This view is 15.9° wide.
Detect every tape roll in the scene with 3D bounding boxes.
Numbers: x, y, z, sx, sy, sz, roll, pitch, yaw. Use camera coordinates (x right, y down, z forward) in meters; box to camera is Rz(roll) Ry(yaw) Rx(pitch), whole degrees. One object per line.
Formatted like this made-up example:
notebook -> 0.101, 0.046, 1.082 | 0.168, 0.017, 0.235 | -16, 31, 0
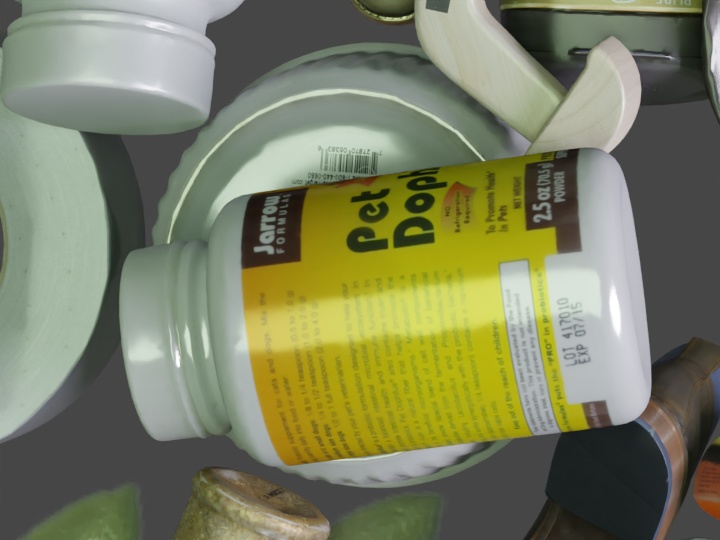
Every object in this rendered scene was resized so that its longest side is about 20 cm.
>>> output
tape roll -> -0.202, -0.014, 1.176 | 0.199, 0.066, 0.202 | 0, 92, 9

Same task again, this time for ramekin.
ramekin -> 0.000, 0.000, 1.123 | 0.198, 0.105, 0.202 | 1, 93, 10

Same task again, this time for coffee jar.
coffee jar -> 0.112, -0.172, 1.105 | 0.103, 0.085, 0.202 | 3, 93, 3

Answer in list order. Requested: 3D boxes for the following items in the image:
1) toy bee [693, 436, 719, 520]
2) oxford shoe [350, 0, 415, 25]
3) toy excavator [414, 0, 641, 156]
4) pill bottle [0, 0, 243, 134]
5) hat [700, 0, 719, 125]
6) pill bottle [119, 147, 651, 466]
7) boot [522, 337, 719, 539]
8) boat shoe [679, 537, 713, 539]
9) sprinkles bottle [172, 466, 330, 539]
toy bee -> 0.230, 0.109, 1.102 | 0.130, 0.200, 0.109 | 15, 64, 41
oxford shoe -> 0.016, -0.209, 1.125 | 0.070, 0.074, 0.202 | 3, 94, 9
toy excavator -> 0.030, -0.153, 1.046 | 0.193, 0.100, 0.202 | 13, 107, 14
pill bottle -> -0.100, -0.166, 1.104 | 0.119, 0.120, 0.202 | 2, 80, 9
hat -> 0.237, -0.108, 1.091 | 0.199, 0.081, 0.202 | -1, 105, -2
pill bottle -> 0.010, 0.017, 1.014 | 0.198, 0.109, 0.110 | -8, 92, 9
boot -> 0.109, 0.119, 1.131 | 0.074, 0.097, 0.201 | 34, 129, 15
boat shoe -> 0.186, 0.192, 1.088 | 0.073, 0.066, 0.201 | -16, 62, -26
sprinkles bottle -> -0.080, 0.192, 1.165 | 0.068, 0.068, 0.201 | 24, 96, 7
